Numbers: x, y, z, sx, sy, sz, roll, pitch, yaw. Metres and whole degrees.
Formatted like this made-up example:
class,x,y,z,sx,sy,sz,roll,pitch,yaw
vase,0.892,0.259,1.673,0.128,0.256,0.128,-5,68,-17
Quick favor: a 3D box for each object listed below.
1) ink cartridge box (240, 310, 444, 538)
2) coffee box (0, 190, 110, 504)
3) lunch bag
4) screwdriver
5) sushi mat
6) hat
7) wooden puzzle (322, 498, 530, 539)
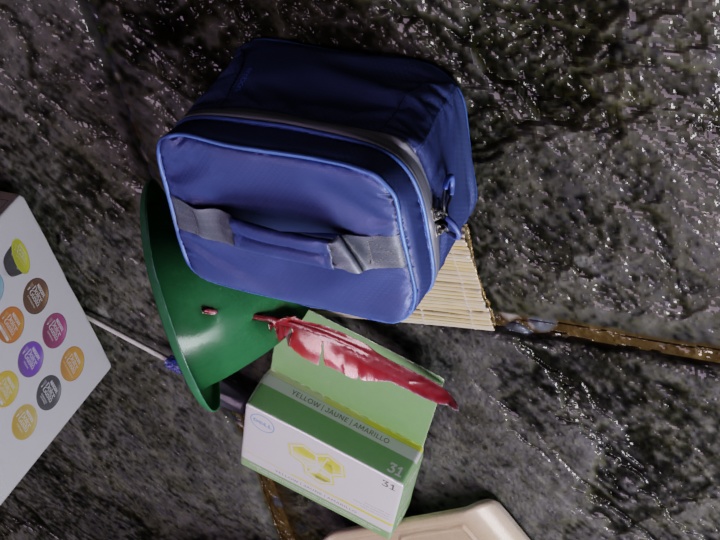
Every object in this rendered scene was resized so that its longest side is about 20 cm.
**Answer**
class,x,y,z,sx,sy,sz,roll,pitch,yaw
ink cartridge box,-0.019,0.121,1.225,0.145,0.048,0.201,26,147,10
coffee box,-0.367,0.060,1.288,0.199,0.198,0.201,9,136,32
lunch bag,-0.023,-0.050,0.993,0.199,0.133,0.136,11,136,26
screwdriver,-0.178,0.071,1.308,0.199,0.029,0.028,23,140,12
sushi mat,0.000,0.000,1.124,0.199,0.012,0.096,4,133,31
hat,-0.045,0.004,1.105,0.175,0.167,0.200,-14,146,3
wooden puzzle,0.087,0.272,1.331,0.199,0.037,0.185,-22,116,41
